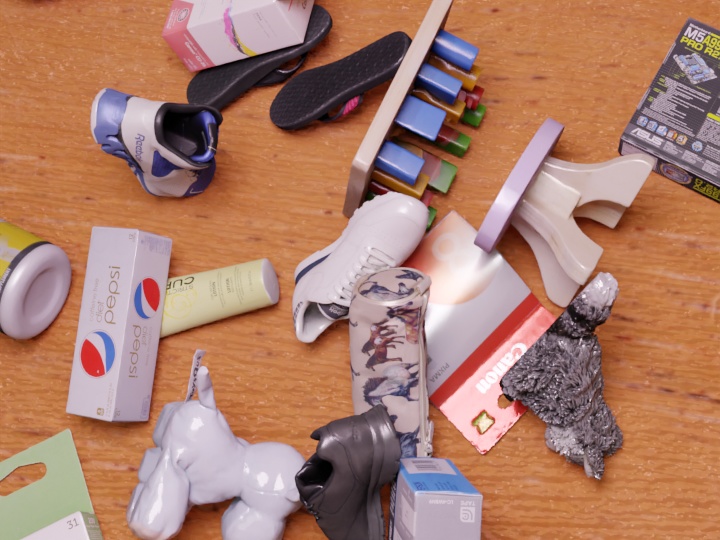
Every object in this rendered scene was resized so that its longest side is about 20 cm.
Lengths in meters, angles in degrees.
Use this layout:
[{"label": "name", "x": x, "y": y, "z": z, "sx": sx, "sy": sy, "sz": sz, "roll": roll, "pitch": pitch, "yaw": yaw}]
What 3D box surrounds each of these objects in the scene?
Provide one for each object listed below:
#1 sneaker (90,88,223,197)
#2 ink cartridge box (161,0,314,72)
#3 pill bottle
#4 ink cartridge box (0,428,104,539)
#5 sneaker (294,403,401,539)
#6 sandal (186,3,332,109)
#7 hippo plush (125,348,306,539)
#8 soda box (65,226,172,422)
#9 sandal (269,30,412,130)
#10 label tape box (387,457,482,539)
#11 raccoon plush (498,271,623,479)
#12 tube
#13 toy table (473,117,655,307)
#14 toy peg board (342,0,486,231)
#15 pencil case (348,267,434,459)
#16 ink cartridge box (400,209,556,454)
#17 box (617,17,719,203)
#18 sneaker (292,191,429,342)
[{"label": "sneaker", "x": -0.191, "y": -0.128, "z": 1.103, "sx": 0.113, "sy": 0.199, "sz": 0.082, "roll": 8, "pitch": 78, "yaw": 21}, {"label": "ink cartridge box", "x": -0.118, "y": -0.309, "z": 1.173, "sx": 0.197, "sy": 0.068, "sz": 0.118, "roll": -8, "pitch": 54, "yaw": 28}, {"label": "pill bottle", "x": -0.435, "y": -0.010, "z": 1.160, "sx": 0.198, "sy": 0.112, "sz": 0.113, "roll": 23, "pitch": 78, "yaw": 16}, {"label": "ink cartridge box", "x": -0.348, "y": 0.287, "z": 1.087, "sx": 0.144, "sy": 0.048, "sz": 0.202, "roll": -25, "pitch": 73, "yaw": 3}, {"label": "sneaker", "x": -0.021, "y": 0.214, "z": 0.973, "sx": 0.089, "sy": 0.203, "sz": 0.076, "roll": -6, "pitch": 31, "yaw": -21}, {"label": "sandal", "x": -0.115, "y": -0.246, "z": 1.209, "sx": 0.199, "sy": 0.048, "sz": 0.076, "roll": -29, "pitch": 55, "yaw": 16}, {"label": "hippo plush", "x": -0.132, "y": 0.200, "z": 1.044, "sx": 0.159, "sy": 0.159, "sz": 0.203, "roll": 23, "pitch": 93, "yaw": -14}, {"label": "soda box", "x": -0.259, "y": 0.058, "z": 1.106, "sx": 0.067, "sy": 0.063, "sz": 0.204, "roll": 5, "pitch": 84, "yaw": 27}, {"label": "sandal", "x": -0.019, "y": -0.202, "z": 1.156, "sx": 0.198, "sy": 0.045, "sz": 0.076, "roll": -20, "pitch": 53, "yaw": 28}, {"label": "label tape box", "x": 0.061, "y": 0.283, "z": 0.927, "sx": 0.065, "sy": 0.143, "sz": 0.204, "roll": 5, "pitch": 91, "yaw": -7}, {"label": "raccoon plush", "x": 0.215, "y": 0.111, "z": 0.964, "sx": 0.096, "sy": 0.201, "sz": 0.134, "roll": -38, "pitch": 77, "yaw": -27}, {"label": "tube", "x": -0.188, "y": 0.035, "z": 1.134, "sx": 0.197, "sy": 0.052, "sz": 0.058, "roll": -13, "pitch": 34, "yaw": 14}, {"label": "toy table", "x": 0.201, "y": -0.064, "z": 1.031, "sx": 0.116, "sy": 0.185, "sz": 0.200, "roll": 31, "pitch": 47, "yaw": 8}, {"label": "toy peg board", "x": 0.070, "y": -0.148, "z": 1.072, "sx": 0.097, "sy": 0.199, "sz": 0.202, "roll": 26, "pitch": 79, "yaw": 1}, {"label": "pencil case", "x": 0.034, "y": 0.098, "z": 1.006, "sx": 0.088, "sy": 0.078, "sz": 0.203, "roll": 6, "pitch": 112, "yaw": 22}, {"label": "ink cartridge box", "x": 0.109, "y": 0.062, "z": 1.067, "sx": 0.162, "sy": 0.050, "sz": 0.200, "roll": -44, "pitch": 67, "yaw": -4}, {"label": "box", "x": 0.396, "y": -0.154, "z": 1.082, "sx": 0.198, "sy": 0.044, "sz": 0.162, "roll": 29, "pitch": 80, "yaw": 17}, {"label": "sneaker", "x": 0.000, "y": 0.000, "z": 1.046, "sx": 0.076, "sy": 0.200, "sz": 0.081, "roll": 31, "pitch": 40, "yaw": -19}]
